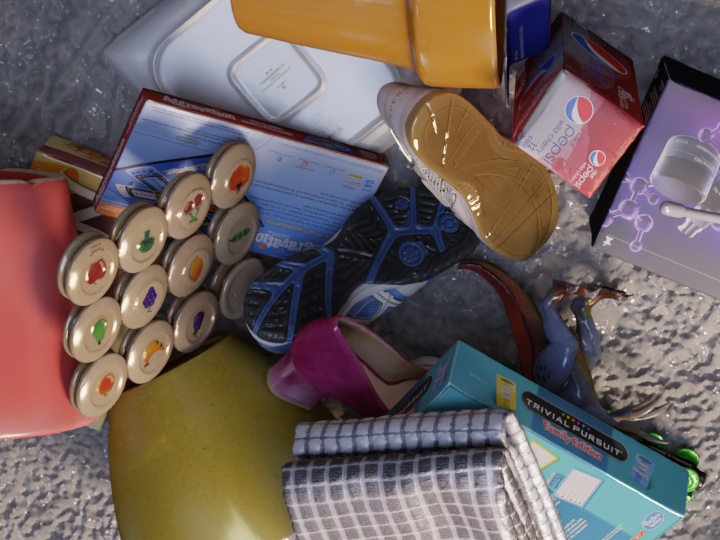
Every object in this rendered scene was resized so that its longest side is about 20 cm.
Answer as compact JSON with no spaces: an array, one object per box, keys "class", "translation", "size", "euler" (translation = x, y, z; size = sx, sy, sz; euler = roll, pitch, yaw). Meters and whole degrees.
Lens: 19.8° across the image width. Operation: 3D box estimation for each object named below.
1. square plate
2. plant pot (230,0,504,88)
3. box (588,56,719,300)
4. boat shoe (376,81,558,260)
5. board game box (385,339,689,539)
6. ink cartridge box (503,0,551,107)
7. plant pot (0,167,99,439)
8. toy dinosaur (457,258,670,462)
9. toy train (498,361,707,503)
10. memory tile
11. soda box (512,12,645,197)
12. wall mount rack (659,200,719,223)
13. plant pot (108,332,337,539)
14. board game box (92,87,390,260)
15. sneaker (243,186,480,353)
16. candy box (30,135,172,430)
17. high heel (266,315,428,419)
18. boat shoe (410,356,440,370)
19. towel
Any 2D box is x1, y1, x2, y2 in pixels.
[{"class":"square plate","translation":[-0.060,-0.148,1.543],"size":[0.200,0.028,0.198],"euler":[-38,100,15]},{"class":"plant pot","translation":[0.006,-0.226,1.423],"size":[0.182,0.200,0.201],"euler":[0,108,6]},{"class":"box","translation":[0.287,-0.050,1.520],"size":[0.199,0.079,0.142],"euler":[22,111,-2]},{"class":"boat shoe","translation":[0.079,-0.080,1.512],"size":[0.071,0.069,0.200],"euler":[-49,136,-5]},{"class":"board game box","translation":[0.111,0.151,1.484],"size":[0.200,0.047,0.151],"euler":[30,133,-13]},{"class":"ink cartridge box","translation":[0.115,-0.222,1.421],"size":[0.037,0.095,0.201],"euler":[2,74,6]},{"class":"plant pot","translation":[-0.283,0.017,1.486],"size":[0.200,0.200,0.178],"euler":[2,96,4]},{"class":"toy dinosaur","translation":[0.162,0.101,1.562],"size":[0.199,0.105,0.182],"euler":[15,95,29]},{"class":"toy train","translation":[0.174,0.134,1.608],"size":[0.199,0.042,0.057],"euler":[25,119,-3]},{"class":"memory tile","translation":[-0.138,0.006,1.466],"size":[0.017,0.200,0.154],"euler":[25,132,29]},{"class":"soda box","translation":[0.151,-0.119,1.443],"size":[0.070,0.200,0.063],"euler":[34,108,-6]},{"class":"wall mount rack","translation":[0.309,-0.072,1.433],"size":[0.173,0.075,0.201],"euler":[22,105,-2]},{"class":"plant pot","translation":[-0.111,0.132,1.557],"size":[0.199,0.200,0.142],"euler":[-26,95,12]},{"class":"board game box","translation":[-0.087,-0.064,1.527],"size":[0.199,0.019,0.103],"euler":[14,119,-25]},{"class":"sneaker","translation":[0.000,0.000,1.557],"size":[0.199,0.077,0.076],"euler":[-25,74,-12]},{"class":"candy box","translation":[-0.219,0.010,1.592],"size":[0.115,0.055,0.201],"euler":[20,108,-2]},{"class":"high heel","translation":[0.036,0.081,1.517],"size":[0.199,0.068,0.096],"euler":[22,143,-23]},{"class":"boat shoe","translation":[0.034,0.168,1.613],"size":[0.072,0.069,0.201],"euler":[19,107,0]},{"class":"towel","translation":[0.050,0.190,1.438],"size":[0.165,0.086,0.200],"euler":[-8,130,19]}]
